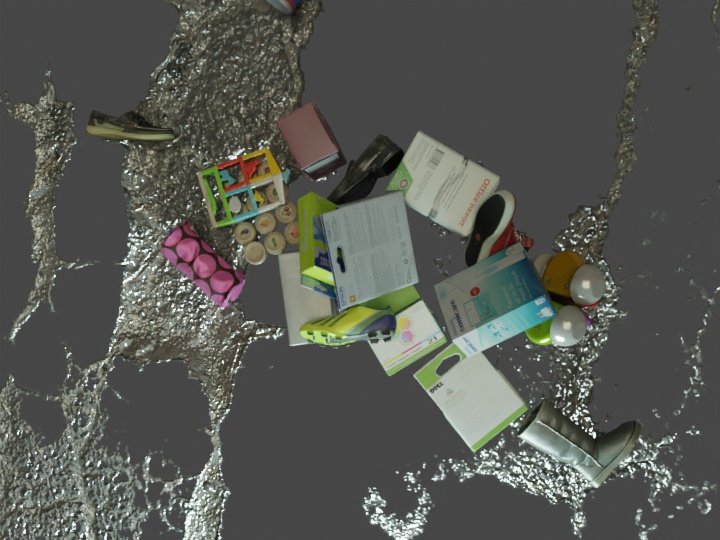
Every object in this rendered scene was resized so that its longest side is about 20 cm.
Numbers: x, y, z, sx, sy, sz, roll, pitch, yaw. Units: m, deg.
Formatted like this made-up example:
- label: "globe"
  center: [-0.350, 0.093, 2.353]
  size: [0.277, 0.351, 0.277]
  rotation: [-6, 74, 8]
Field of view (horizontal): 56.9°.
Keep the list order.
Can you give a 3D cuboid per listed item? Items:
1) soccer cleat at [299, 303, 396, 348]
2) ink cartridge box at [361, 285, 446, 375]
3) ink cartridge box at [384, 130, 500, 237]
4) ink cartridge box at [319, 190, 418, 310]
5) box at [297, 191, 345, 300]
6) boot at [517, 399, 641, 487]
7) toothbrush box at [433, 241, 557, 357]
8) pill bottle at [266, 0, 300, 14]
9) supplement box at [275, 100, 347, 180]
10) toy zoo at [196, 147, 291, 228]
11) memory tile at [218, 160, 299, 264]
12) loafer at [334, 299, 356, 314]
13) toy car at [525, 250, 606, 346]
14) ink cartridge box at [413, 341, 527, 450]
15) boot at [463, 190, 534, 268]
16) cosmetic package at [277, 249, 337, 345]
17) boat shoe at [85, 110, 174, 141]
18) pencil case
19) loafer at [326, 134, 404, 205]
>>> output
- label: "soccer cleat"
  center: [-0.025, 0.109, 1.367]
  size: [0.199, 0.065, 0.084]
  rotation: [-3, 61, 4]
- label: "ink cartridge box"
  center: [0.070, 0.098, 1.419]
  size: [0.147, 0.076, 0.201]
  rotation: [-32, 90, 4]
- label: "ink cartridge box"
  center: [0.172, -0.178, 1.402]
  size: [0.199, 0.083, 0.147]
  rotation: [31, 94, 3]
- label: "ink cartridge box"
  center: [0.014, -0.044, 1.331]
  size: [0.199, 0.043, 0.197]
  rotation: [-18, 105, -28]
- label: "box"
  center: [-0.070, -0.049, 1.356]
  size: [0.048, 0.122, 0.201]
  rotation: [-26, 55, 35]
- label: "boot"
  center: [0.462, 0.338, 1.406]
  size: [0.200, 0.073, 0.182]
  rotation: [39, 92, 9]
- label: "toothbrush box"
  center: [0.265, 0.058, 1.324]
  size: [0.199, 0.085, 0.147]
  rotation: [-29, 46, 18]
- label: "pill bottle"
  center: [-0.135, -0.658, 1.403]
  size: [0.112, 0.112, 0.200]
  rotation: [36, 94, 3]
- label: "supplement box"
  center: [-0.095, -0.260, 1.362]
  size: [0.085, 0.200, 0.111]
  rotation: [-28, 90, 5]
- label: "toy zoo"
  center: [-0.245, -0.184, 1.446]
  size: [0.199, 0.020, 0.132]
  rotation: [-19, 84, 5]
- label: "memory tile"
  center: [-0.217, -0.127, 1.457]
  size: [0.153, 0.017, 0.201]
  rotation: [-25, 84, 5]
- label: "loafer"
  center: [0.000, 0.000, 1.416]
  size: [0.069, 0.075, 0.201]
  rotation: [16, 87, -26]
- label: "toy car"
  center: [0.420, 0.067, 1.368]
  size: [0.150, 0.175, 0.201]
  rotation: [25, 89, -35]
- label: "ink cartridge box"
  center: [0.231, 0.251, 1.405]
  size: [0.148, 0.076, 0.200]
  rotation: [-40, 84, 4]
- label: "boot"
  center: [0.304, -0.086, 1.347]
  size: [0.144, 0.200, 0.073]
  rotation: [-9, 51, -21]
- label: "cosmetic package"
  center: [-0.110, 0.055, 1.429]
  size: [0.106, 0.090, 0.201]
  rotation: [-6, 93, 4]
- label: "boat shoe"
  center: [-0.506, -0.318, 1.456]
  size: [0.199, 0.073, 0.065]
  rotation: [5, 97, 4]
- label: "pencil case"
  center: [-0.338, -0.014, 1.445]
  size: [0.200, 0.091, 0.094]
  rotation: [42, 87, 0]
- label: "loafer"
  center: [0.000, -0.208, 1.430]
  size: [0.200, 0.073, 0.072]
  rotation: [-40, 66, 1]
